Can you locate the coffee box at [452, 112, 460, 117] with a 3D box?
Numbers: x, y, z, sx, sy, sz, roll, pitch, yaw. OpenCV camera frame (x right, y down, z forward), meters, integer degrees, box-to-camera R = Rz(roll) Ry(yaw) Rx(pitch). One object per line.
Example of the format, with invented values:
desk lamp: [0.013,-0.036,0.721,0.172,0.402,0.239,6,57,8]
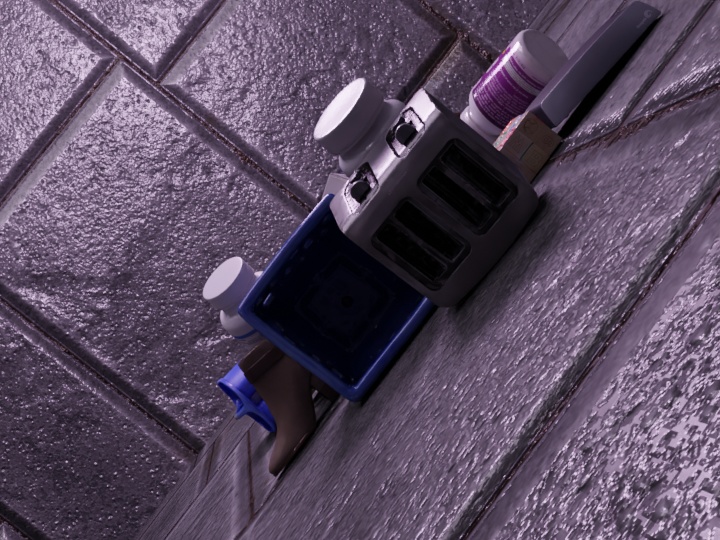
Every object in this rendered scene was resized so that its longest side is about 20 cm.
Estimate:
coffee box: [0.090,-0.111,1.526,0.115,0.079,0.202,-59,-28,-53]

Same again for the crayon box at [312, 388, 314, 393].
crayon box: [-0.083,0.135,1.817,0.127,0.050,0.201,117,172,-55]

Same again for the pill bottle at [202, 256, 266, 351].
pill bottle: [-0.144,0.072,1.661,0.112,0.200,0.113,-32,30,21]

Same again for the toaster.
toaster: [0.089,-0.074,1.240,0.181,0.199,0.119,-49,16,13]

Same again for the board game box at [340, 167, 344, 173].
board game box: [0.084,-0.165,1.795,0.135,0.198,0.035,-6,-76,-65]

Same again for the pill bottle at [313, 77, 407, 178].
pill bottle: [0.046,-0.139,1.342,0.114,0.200,0.115,-42,24,23]

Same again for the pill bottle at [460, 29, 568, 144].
pill bottle: [0.253,-0.299,1.824,0.200,0.112,0.112,-48,5,39]

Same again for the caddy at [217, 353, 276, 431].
caddy: [-0.200,0.237,2.022,0.105,0.141,0.200,-49,2,-14]

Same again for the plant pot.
plant pot: [-0.023,0.041,1.441,0.201,0.199,0.180,-52,-3,-4]

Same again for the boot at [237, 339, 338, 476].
boot: [-0.119,0.178,1.584,0.201,0.146,0.070,-54,7,-21]

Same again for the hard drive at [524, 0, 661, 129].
hard drive: [0.300,-0.268,1.428,0.200,0.042,0.135,-47,4,-1]

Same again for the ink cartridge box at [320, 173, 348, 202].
ink cartridge box: [0.014,-0.084,1.813,0.200,0.124,0.130,-3,-67,-62]

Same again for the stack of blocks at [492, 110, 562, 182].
stack of blocks: [0.173,-0.110,1.435,0.201,0.058,0.115,-52,4,-1]
